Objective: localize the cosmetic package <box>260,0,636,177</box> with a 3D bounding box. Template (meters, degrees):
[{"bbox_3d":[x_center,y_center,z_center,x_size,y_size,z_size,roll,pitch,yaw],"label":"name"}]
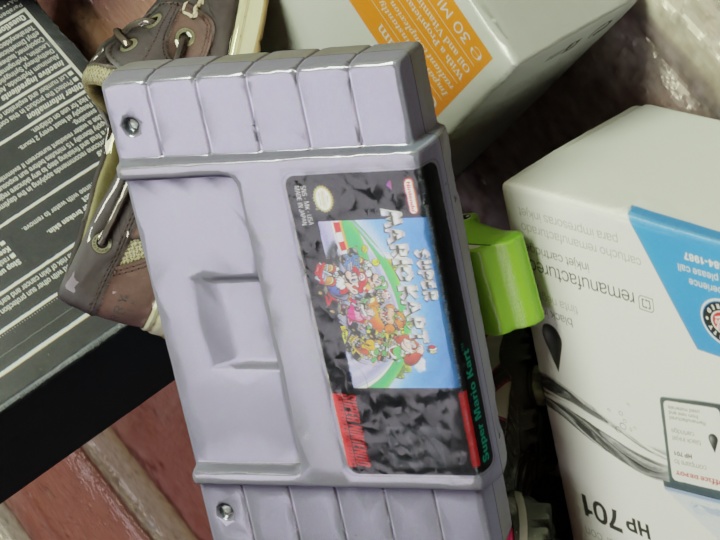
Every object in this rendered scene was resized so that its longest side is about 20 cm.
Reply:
[{"bbox_3d":[0.017,-0.093,0.885,0.102,0.071,0.200,55,149,7],"label":"cosmetic package"}]

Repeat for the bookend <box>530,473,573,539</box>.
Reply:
[{"bbox_3d":[0.054,0.187,0.988,0.198,0.092,0.200,19,134,19],"label":"bookend"}]

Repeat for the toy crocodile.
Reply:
[{"bbox_3d":[0.000,0.000,0.872,0.200,0.062,0.068,-2,112,50],"label":"toy crocodile"}]

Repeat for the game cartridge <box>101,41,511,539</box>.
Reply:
[{"bbox_3d":[-0.017,0.016,0.810,0.129,0.038,0.201,0,114,30],"label":"game cartridge"}]

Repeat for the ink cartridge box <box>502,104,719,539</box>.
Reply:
[{"bbox_3d":[0.146,0.052,0.811,0.146,0.086,0.201,19,129,49],"label":"ink cartridge box"}]

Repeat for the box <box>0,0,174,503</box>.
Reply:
[{"bbox_3d":[-0.196,-0.005,1.122,0.198,0.200,0.123,48,159,18],"label":"box"}]

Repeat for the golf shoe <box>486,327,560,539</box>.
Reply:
[{"bbox_3d":[0.042,0.074,0.889,0.088,0.201,0.077,-7,147,16],"label":"golf shoe"}]

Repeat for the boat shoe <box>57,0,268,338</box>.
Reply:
[{"bbox_3d":[-0.082,-0.074,0.882,0.072,0.065,0.201,162,118,-68],"label":"boat shoe"}]
